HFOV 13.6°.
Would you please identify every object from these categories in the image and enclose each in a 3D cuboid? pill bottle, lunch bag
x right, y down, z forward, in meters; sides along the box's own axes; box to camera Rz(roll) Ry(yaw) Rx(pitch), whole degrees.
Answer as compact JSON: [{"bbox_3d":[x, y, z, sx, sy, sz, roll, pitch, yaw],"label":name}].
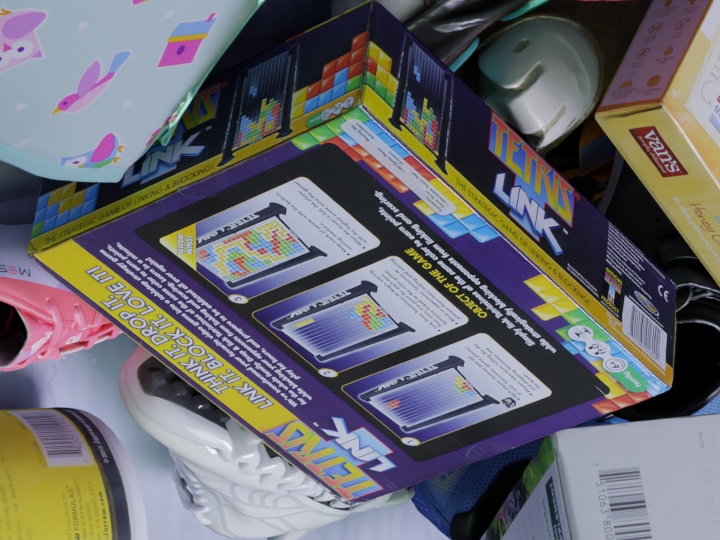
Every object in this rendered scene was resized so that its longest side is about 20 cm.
[{"bbox_3d":[-0.194,0.113,1.211,0.199,0.112,0.112,0,129,-33],"label":"pill bottle"},{"bbox_3d":[-0.110,-0.129,1.032,0.200,0.122,0.171,24,112,-39],"label":"lunch bag"}]

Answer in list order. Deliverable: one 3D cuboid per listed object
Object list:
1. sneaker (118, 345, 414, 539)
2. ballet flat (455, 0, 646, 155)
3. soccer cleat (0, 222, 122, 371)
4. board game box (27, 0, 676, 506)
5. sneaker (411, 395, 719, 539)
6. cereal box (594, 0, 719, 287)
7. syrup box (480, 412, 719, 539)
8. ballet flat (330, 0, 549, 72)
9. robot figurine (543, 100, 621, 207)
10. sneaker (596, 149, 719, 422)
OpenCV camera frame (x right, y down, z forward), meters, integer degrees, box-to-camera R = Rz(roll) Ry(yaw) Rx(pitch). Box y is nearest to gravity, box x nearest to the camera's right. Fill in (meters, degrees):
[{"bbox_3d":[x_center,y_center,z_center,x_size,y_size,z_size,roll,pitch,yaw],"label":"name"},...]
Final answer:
[{"bbox_3d":[-0.052,0.080,1.298,0.081,0.075,0.200,-30,152,17],"label":"sneaker"},{"bbox_3d":[0.040,-0.057,1.228,0.199,0.072,0.068,-33,106,-1],"label":"ballet flat"},{"bbox_3d":[-0.125,0.011,1.189,0.199,0.073,0.068,1,127,-37],"label":"soccer cleat"},{"bbox_3d":[0.000,0.000,1.159,0.165,0.057,0.200,-21,134,33],"label":"board game box"},{"bbox_3d":[0.113,0.082,1.407,0.199,0.089,0.079,-20,139,-17],"label":"sneaker"},{"bbox_3d":[0.178,-0.088,1.211,0.144,0.039,0.200,50,53,-31],"label":"cereal box"},{"bbox_3d":[0.105,0.130,1.284,0.081,0.079,0.200,-5,160,-11],"label":"syrup box"},{"bbox_3d":[0.036,-0.114,1.188,0.200,0.068,0.069,-36,99,-8],"label":"ballet flat"},{"bbox_3d":[0.095,-0.021,1.317,0.199,0.058,0.145,-27,134,-9],"label":"robot figurine"},{"bbox_3d":[0.142,-0.023,1.236,0.070,0.099,0.201,20,102,-27],"label":"sneaker"}]
